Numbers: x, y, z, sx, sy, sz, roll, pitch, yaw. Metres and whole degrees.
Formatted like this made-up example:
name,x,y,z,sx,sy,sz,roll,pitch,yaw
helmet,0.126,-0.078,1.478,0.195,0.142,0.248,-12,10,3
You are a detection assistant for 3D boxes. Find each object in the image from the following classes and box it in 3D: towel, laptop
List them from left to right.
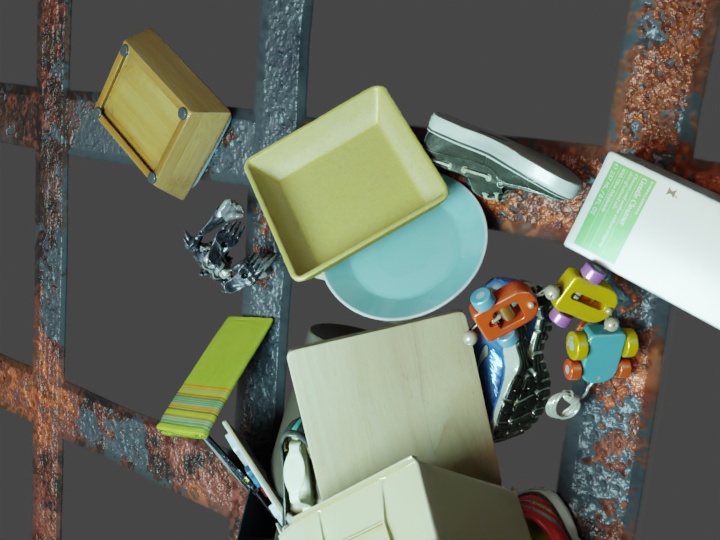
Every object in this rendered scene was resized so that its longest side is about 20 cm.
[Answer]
name,x,y,z,sx,sy,sz,roll,pitch,yaw
towel,-0.193,0.141,1.124,0.085,0.201,0.018,1,136,32
laptop,-0.182,0.335,1.113,0.200,0.116,0.188,40,161,25

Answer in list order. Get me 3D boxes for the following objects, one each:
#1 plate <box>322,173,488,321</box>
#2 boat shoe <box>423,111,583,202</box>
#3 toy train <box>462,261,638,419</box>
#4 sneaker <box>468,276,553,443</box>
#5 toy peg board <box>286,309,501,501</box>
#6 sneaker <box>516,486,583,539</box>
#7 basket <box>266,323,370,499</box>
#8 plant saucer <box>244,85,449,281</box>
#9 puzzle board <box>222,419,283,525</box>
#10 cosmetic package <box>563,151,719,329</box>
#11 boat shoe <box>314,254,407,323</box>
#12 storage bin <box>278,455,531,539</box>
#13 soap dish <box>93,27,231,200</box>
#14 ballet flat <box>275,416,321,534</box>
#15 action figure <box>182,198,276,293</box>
name,x,y,z,sx,sy,sz,roll,pitch,yaw
plate,0.050,-0.029,0.960,0.198,0.026,0.202,-9,59,14
boat shoe,0.151,-0.111,0.910,0.199,0.070,0.064,33,113,36
toy train,0.195,0.059,0.849,0.150,0.200,0.056,-34,33,12
sneaker,0.162,0.099,0.934,0.089,0.078,0.202,29,120,52
toy peg board,0.038,0.157,0.942,0.197,0.098,0.202,-13,95,1
sneaker,0.222,0.339,0.908,0.077,0.085,0.201,-48,70,31
basket,-0.030,0.178,1.035,0.180,0.135,0.202,26,107,58
plant saucer,-0.017,-0.097,0.975,0.199,0.049,0.201,-29,56,3
puzzle board,-0.129,0.282,1.102,0.017,0.200,0.151,-34,72,-12
cosmetic package,0.315,-0.025,0.794,0.199,0.085,0.108,32,110,29
boat shoe,0.000,0.000,1.029,0.199,0.059,0.072,28,122,30
storage bin,0.050,0.289,0.859,0.198,0.199,0.094,-34,51,27
soap dish,-0.290,-0.225,1.191,0.200,0.081,0.158,47,119,19
ballet flat,-0.066,0.269,0.938,0.067,0.068,0.202,-9,87,17
action figure,-0.176,-0.025,1.127,0.119,0.102,0.200,53,168,-15
